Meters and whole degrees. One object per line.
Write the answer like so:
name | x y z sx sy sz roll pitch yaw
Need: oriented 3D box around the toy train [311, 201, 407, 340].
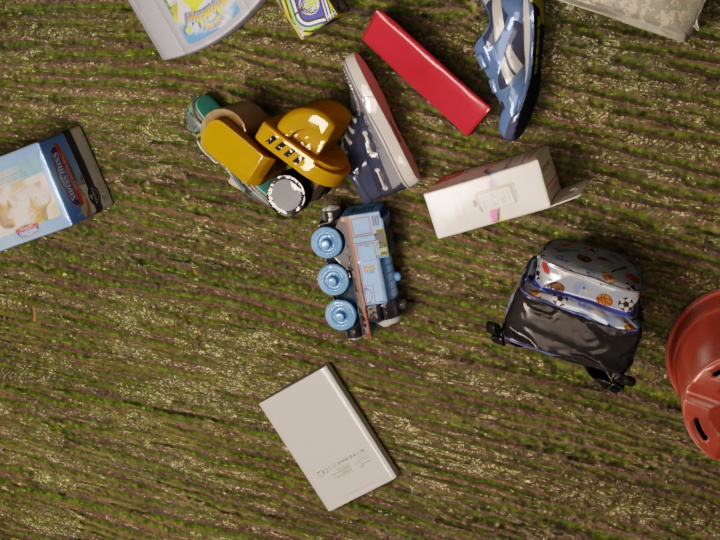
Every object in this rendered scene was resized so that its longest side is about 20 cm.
toy train | 0.000 0.000 1.700 0.113 0.087 0.201 -8 103 12

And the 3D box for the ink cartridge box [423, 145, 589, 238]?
ink cartridge box | 0.196 -0.111 1.590 0.199 0.116 0.068 -15 101 19

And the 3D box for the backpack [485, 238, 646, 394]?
backpack | 0.283 0.043 1.572 0.199 0.191 0.155 23 106 4

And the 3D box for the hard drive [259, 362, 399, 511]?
hard drive | -0.048 0.254 1.819 0.131 0.026 0.201 -30 95 22

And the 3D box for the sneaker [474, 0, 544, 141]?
sneaker | 0.193 -0.271 1.570 0.082 0.074 0.201 7 102 19

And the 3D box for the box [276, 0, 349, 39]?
box | -0.100 -0.414 1.612 0.064 0.070 0.201 -32 95 20

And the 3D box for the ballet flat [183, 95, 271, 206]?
ballet flat | -0.180 -0.162 1.722 0.074 0.074 0.200 -38 91 23

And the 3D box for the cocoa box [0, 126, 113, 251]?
cocoa box | -0.502 -0.113 1.788 0.199 0.131 0.134 -17 101 20

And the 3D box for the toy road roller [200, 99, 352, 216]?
toy road roller | -0.101 -0.182 1.615 0.200 0.123 0.146 37 114 6

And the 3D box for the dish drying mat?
dish drying mat | 0.087 -0.267 1.610 0.200 0.018 0.077 43 155 1

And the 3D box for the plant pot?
plant pot | 0.488 0.144 1.528 0.199 0.195 0.202 5 107 15

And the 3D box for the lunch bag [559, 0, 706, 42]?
lunch bag | 0.344 -0.385 1.464 0.199 0.118 0.165 24 110 14

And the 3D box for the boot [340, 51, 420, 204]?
boot | 0.001 -0.192 1.646 0.090 0.073 0.201 -23 99 16

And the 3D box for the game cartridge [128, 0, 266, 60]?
game cartridge | -0.224 -0.386 1.678 0.199 0.040 0.134 -28 100 22
